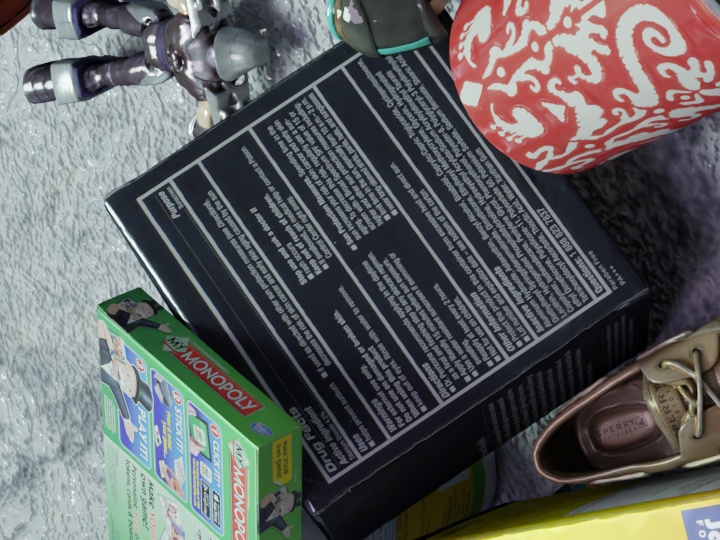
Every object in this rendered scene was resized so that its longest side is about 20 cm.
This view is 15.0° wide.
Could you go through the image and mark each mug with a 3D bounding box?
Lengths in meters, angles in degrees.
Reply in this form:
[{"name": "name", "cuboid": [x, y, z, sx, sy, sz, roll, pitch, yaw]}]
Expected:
[{"name": "mug", "cuboid": [0.128, -0.144, 1.253, 0.200, 0.133, 0.178, -31, 83, 57]}]

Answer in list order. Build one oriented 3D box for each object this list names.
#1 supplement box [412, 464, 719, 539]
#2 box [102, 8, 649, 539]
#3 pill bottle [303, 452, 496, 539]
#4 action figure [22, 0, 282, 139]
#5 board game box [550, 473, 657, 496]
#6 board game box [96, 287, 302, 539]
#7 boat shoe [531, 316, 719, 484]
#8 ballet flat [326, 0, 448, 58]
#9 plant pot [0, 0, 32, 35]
[{"name": "supplement box", "cuboid": [0.136, 0.165, 1.360, 0.200, 0.109, 0.110, -14, 90, 37]}, {"name": "box", "cuboid": [0.010, 0.002, 1.387, 0.200, 0.198, 0.123, 55, 175, 16]}, {"name": "pill bottle", "cuboid": [-0.031, 0.129, 1.519, 0.111, 0.200, 0.111, 26, 127, 41]}, {"name": "action figure", "cuboid": [-0.116, -0.135, 1.605, 0.200, 0.069, 0.130, 8, 107, 45]}, {"name": "board game box", "cuboid": [0.129, 0.202, 1.496, 0.151, 0.037, 0.200, 58, 143, 13]}, {"name": "board game box", "cuboid": [-0.080, 0.123, 1.363, 0.135, 0.029, 0.200, 37, 140, 37]}, {"name": "boat shoe", "cuboid": [0.169, 0.064, 1.341, 0.200, 0.065, 0.071, -32, 81, 42]}, {"name": "ballet flat", "cuboid": [0.038, -0.198, 1.347, 0.068, 0.068, 0.200, 6, 80, 24]}, {"name": "plant pot", "cuboid": [-0.280, -0.240, 1.662, 0.195, 0.201, 0.201, 49, 140, 10]}]
